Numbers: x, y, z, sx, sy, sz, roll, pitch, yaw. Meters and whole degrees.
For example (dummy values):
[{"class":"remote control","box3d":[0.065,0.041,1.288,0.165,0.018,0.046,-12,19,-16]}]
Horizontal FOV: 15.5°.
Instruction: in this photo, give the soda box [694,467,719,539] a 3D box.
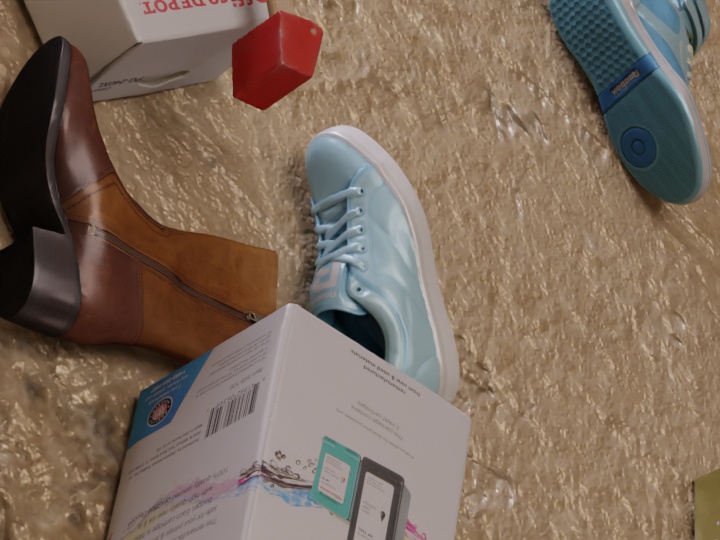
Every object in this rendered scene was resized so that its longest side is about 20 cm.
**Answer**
[{"class":"soda box","box3d":[0.276,0.230,1.832,0.068,0.064,0.200,28,49,-30]}]

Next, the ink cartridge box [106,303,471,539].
[{"class":"ink cartridge box","box3d":[-0.047,0.156,1.495,0.146,0.147,0.200,33,47,-27]}]

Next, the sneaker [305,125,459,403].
[{"class":"sneaker","box3d":[0.000,0.000,1.692,0.082,0.074,0.200,-7,71,-50]}]

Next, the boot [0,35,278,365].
[{"class":"boot","box3d":[-0.122,-0.031,1.595,0.200,0.068,0.188,17,55,-38]}]

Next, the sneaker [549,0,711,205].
[{"class":"sneaker","box3d":[0.237,-0.151,2.014,0.131,0.080,0.200,-18,80,-47]}]

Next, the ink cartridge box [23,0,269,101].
[{"class":"ink cartridge box","box3d":[-0.150,-0.218,1.667,0.145,0.083,0.200,-16,78,-48]}]

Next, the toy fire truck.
[{"class":"toy fire truck","box3d":[-0.090,-0.211,1.621,0.141,0.049,0.200,25,50,-33]}]
